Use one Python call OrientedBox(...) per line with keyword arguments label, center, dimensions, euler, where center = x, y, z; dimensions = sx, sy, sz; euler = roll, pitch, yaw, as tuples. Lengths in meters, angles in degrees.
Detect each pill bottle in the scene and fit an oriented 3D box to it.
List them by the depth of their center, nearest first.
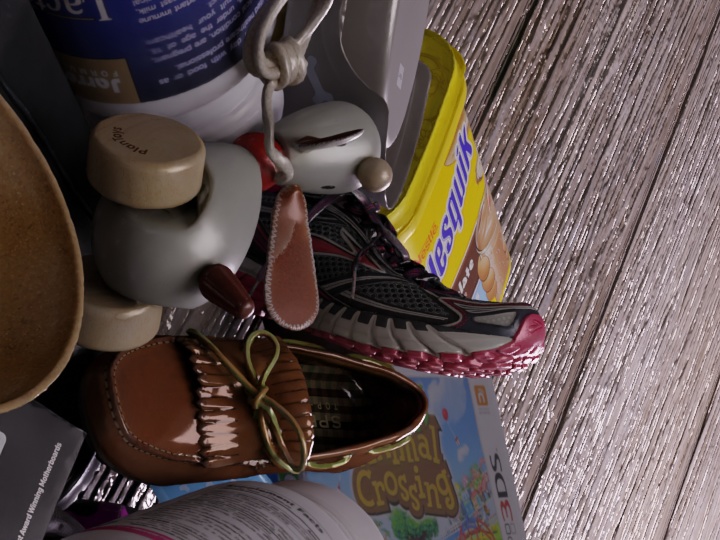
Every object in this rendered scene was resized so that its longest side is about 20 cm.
OrientedBox(label="pill bottle", center=(-0.064, 0.152, 1.089), dimensions=(0.200, 0.113, 0.114), euler=(-10, 106, -67))
OrientedBox(label="pill bottle", center=(-0.100, -0.140, 1.135), dimensions=(0.201, 0.115, 0.116), euler=(74, 32, -44))

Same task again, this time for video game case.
OrientedBox(label="video game case", center=(0.029, 0.138, 1.315), dimensions=(0.199, 0.022, 0.183), euler=(4, 71, -56))

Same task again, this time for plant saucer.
OrientedBox(label="plant saucer", center=(-0.190, -0.024, 0.942), dimensions=(0.200, 0.035, 0.201), euler=(33, 35, -28))

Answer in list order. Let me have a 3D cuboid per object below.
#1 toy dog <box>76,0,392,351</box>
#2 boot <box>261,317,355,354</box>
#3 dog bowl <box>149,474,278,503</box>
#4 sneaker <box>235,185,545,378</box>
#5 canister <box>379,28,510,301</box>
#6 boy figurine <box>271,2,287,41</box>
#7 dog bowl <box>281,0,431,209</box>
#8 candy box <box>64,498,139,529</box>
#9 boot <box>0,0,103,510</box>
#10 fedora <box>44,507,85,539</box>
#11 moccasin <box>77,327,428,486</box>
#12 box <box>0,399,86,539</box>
OrientedBox(label="toy dog", center=(-0.043, -0.026, 1.105), dimensions=(0.200, 0.096, 0.132), euler=(-41, 149, -32))
OrientedBox(label="boot", center=(0.008, 0.083, 1.402), dimensions=(0.064, 0.186, 0.201), euler=(-28, 129, -35))
OrientedBox(label="dog bowl", center=(-0.052, 0.110, 1.316), dimensions=(0.200, 0.049, 0.112), euler=(46, 15, -52))
OrientedBox(label="sneaker", center=(0.000, 0.000, 1.205), dimensions=(0.080, 0.199, 0.075), euler=(18, 91, -57))
OrientedBox(label="canister", center=(0.025, -0.026, 1.515), dimensions=(0.200, 0.086, 0.149), euler=(68, 36, -52))
OrientedBox(label="boy figurine", center=(-0.054, -0.134, 1.319), dimensions=(0.124, 0.064, 0.202), euler=(33, 65, -69))
OrientedBox(label="dog bowl", center=(0.005, -0.134, 1.275), dimensions=(0.200, 0.058, 0.202), euler=(10, 90, -83))
OrientedBox(label="candy box", center=(-0.115, 0.194, 1.269), dimensions=(0.200, 0.061, 0.137), euler=(36, 63, -65))
OrientedBox(label="boot", center=(-0.157, -0.010, 1.100), dimensions=(0.200, 0.065, 0.166), euler=(69, 29, -53))
OrientedBox(label="fedora", center=(-0.169, 0.194, 1.096), dimensions=(0.177, 0.090, 0.201), euler=(-49, 132, -57))
OrientedBox(label="moccasin", center=(-0.046, 0.063, 1.161), dimensions=(0.201, 0.077, 0.074), euler=(14, 63, -47))
OrientedBox(label="box", center=(-0.207, 0.110, 0.937), dimensions=(0.157, 0.050, 0.201), euler=(36, 58, -26))
